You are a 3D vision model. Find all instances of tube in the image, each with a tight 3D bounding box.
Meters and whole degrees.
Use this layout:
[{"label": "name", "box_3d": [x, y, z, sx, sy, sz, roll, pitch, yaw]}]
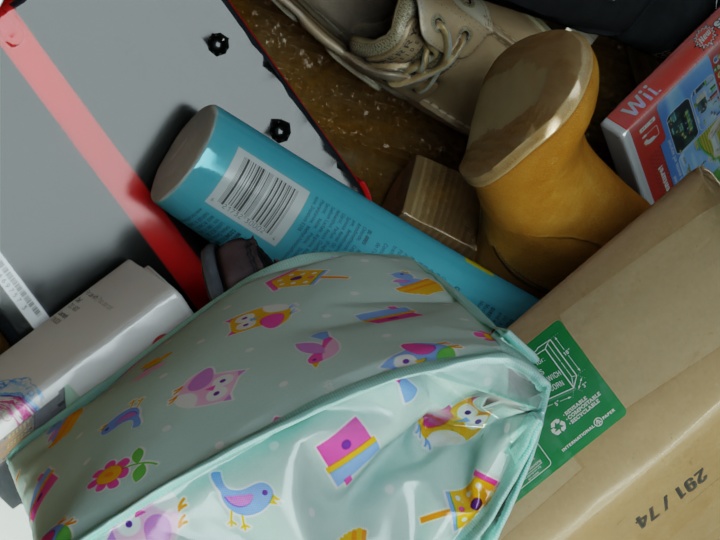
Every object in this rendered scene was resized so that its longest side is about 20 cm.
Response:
[{"label": "tube", "box_3d": [0.000, 0.000, 1.286, 0.199, 0.051, 0.077, 34, 117, -19]}]

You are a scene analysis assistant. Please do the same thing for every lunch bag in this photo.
[{"label": "lunch bag", "box_3d": [-0.027, 0.077, 1.123, 0.199, 0.170, 0.122, -33, 107, -4]}]

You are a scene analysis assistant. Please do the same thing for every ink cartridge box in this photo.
[{"label": "ink cartridge box", "box_3d": [-0.128, 0.114, 1.238, 0.200, 0.084, 0.145, -37, 107, -10]}]

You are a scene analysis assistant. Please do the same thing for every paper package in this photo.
[{"label": "paper package", "box_3d": [0.132, 0.082, 1.270, 0.200, 0.104, 0.191, -40, 144, 5]}]

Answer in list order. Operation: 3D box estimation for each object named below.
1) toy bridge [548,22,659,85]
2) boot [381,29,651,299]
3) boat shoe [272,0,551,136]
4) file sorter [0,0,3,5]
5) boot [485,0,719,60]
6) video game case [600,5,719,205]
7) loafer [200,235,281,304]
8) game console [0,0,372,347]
[{"label": "toy bridge", "box_3d": [0.100, -0.111, 1.365, 0.200, 0.027, 0.067, 43, 76, -17]}, {"label": "boot", "box_3d": [0.107, -0.031, 1.283, 0.143, 0.201, 0.071, 24, 63, -14]}, {"label": "boat shoe", "box_3d": [0.018, -0.108, 1.302, 0.199, 0.065, 0.071, 33, 118, -12]}, {"label": "file sorter", "box_3d": [-0.190, -0.181, 1.193, 0.138, 0.125, 0.201, 28, 81, -7]}, {"label": "boot", "box_3d": [0.098, -0.190, 1.306, 0.199, 0.065, 0.166, 14, 74, -37]}, {"label": "video game case", "box_3d": [0.202, -0.088, 1.368, 0.200, 0.017, 0.143, -44, 141, -15]}, {"label": "loafer", "box_3d": [-0.009, 0.048, 1.267, 0.063, 0.072, 0.200, -22, 135, 8]}, {"label": "game console", "box_3d": [-0.105, -0.041, 1.291, 0.177, 0.031, 0.200, -39, 103, -10]}]
